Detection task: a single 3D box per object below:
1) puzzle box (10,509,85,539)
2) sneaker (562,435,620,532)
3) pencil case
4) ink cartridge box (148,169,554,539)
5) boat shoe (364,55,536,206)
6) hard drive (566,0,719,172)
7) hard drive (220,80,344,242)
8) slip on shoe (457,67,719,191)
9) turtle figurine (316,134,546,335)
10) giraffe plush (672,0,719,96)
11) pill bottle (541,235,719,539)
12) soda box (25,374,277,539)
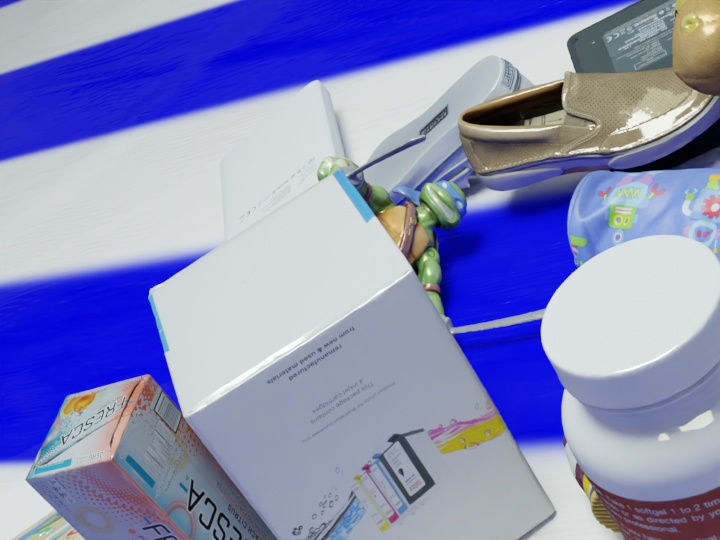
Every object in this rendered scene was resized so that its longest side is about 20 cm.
[{"bbox_3d":[-0.184,0.175,0.897,0.132,0.026,0.200,-20,8,34],"label":"puzzle box"},{"bbox_3d":[0.202,0.061,0.734,0.199,0.075,0.090,-29,37,8],"label":"sneaker"},{"bbox_3d":[0.220,-0.019,0.822,0.199,0.078,0.087,5,56,47],"label":"pencil case"},{"bbox_3d":[-0.006,0.079,0.786,0.144,0.201,0.147,-32,31,-1],"label":"ink cartridge box"},{"bbox_3d":[0.069,-0.091,1.073,0.200,0.065,0.074,-35,35,42],"label":"boat shoe"},{"bbox_3d":[0.240,-0.155,1.026,0.139,0.033,0.201,-25,33,16],"label":"hard drive"},{"bbox_3d":[-0.072,-0.085,1.215,0.132,0.027,0.201,-38,30,16],"label":"hard drive"},{"bbox_3d":[0.164,-0.114,0.954,0.198,0.061,0.076,-12,42,31],"label":"slip on shoe"},{"bbox_3d":[0.000,0.000,0.943,0.193,0.144,0.200,-39,28,0],"label":"turtle figurine"},{"bbox_3d":[0.267,-0.159,0.837,0.161,0.174,0.200,17,38,31],"label":"giraffe plush"},{"bbox_3d":[0.163,0.084,0.619,0.111,0.201,0.113,-24,33,17],"label":"pill bottle"},{"bbox_3d":[-0.102,0.153,0.775,0.068,0.201,0.064,-16,35,30],"label":"soda box"}]
